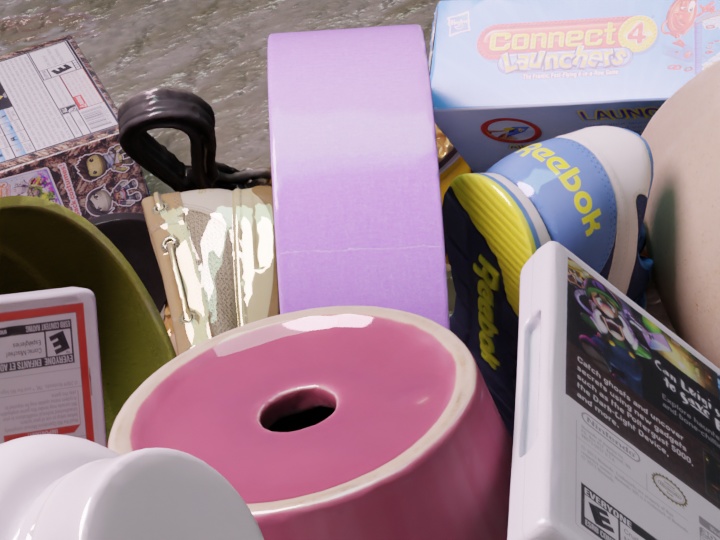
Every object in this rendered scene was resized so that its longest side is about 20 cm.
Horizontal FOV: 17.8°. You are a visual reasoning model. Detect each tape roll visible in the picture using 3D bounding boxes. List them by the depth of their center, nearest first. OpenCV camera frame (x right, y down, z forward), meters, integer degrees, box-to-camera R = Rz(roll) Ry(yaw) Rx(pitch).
[{"bbox_3d":[0.000,0.000,0.953,0.066,0.200,0.200,-3,29,0],"label":"tape roll"}]

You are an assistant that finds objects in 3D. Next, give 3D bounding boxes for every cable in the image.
[{"bbox_3d":[-0.076,-0.050,1.178,0.097,0.200,0.050,-11,62,27],"label":"cable"}]

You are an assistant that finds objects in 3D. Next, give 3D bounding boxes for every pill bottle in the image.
[{"bbox_3d":[-0.123,0.116,0.716,0.200,0.109,0.109,-22,18,38],"label":"pill bottle"}]

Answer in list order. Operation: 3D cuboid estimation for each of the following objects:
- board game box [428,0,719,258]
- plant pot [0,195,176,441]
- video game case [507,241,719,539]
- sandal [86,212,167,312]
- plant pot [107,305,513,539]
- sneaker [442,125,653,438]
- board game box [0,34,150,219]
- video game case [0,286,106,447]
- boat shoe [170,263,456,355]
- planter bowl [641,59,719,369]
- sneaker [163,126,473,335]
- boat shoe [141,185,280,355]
[{"bbox_3d":[0.155,-0.062,1.065,0.200,0.196,0.056,-1,69,21],"label":"board game box"},{"bbox_3d":[-0.203,0.085,0.972,0.193,0.200,0.200,-12,26,29],"label":"plant pot"},{"bbox_3d":[0.133,0.096,0.810,0.023,0.200,0.182,-46,17,26],"label":"video game case"},{"bbox_3d":[-0.170,0.045,1.121,0.200,0.075,0.045,-33,31,-11],"label":"sandal"},{"bbox_3d":[-0.006,0.120,0.810,0.200,0.179,0.200,-11,29,6],"label":"plant pot"},{"bbox_3d":[0.083,0.013,0.966,0.082,0.200,0.074,-34,66,-19],"label":"sneaker"},{"bbox_3d":[-0.225,-0.034,1.266,0.200,0.097,0.159,-19,29,-10],"label":"board game box"},{"bbox_3d":[-0.156,0.112,0.833,0.143,0.200,0.017,-7,6,-31],"label":"video game case"},{"bbox_3d":[0.009,0.017,1.083,0.200,0.065,0.071,-23,-8,-15],"label":"boat shoe"},{"bbox_3d":[0.215,0.007,0.935,0.200,0.200,0.135,-8,55,9],"label":"planter bowl"},{"bbox_3d":[-0.005,-0.004,1.160,0.200,0.090,0.075,-38,46,6],"label":"sneaker"},{"bbox_3d":[-0.063,0.059,0.974,0.063,0.073,0.201,-1,71,1],"label":"boat shoe"}]
